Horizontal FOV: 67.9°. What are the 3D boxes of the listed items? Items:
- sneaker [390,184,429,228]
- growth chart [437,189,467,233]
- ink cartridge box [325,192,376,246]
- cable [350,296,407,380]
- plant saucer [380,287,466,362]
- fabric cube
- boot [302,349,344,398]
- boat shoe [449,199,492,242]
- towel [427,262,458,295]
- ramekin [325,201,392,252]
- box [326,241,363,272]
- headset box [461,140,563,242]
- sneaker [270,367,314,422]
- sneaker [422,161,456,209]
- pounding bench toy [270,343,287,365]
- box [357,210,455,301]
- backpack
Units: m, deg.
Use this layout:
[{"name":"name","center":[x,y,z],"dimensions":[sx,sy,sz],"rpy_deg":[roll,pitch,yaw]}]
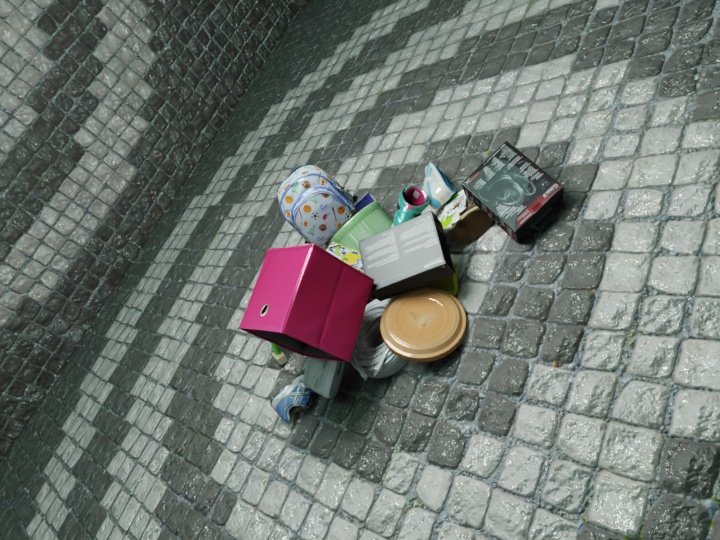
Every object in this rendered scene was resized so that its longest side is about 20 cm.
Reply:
[{"name":"sneaker","center":[0.135,-0.174,1.447],"dimensions":[0.200,0.083,0.122],"rpy_deg":[-66,0,-67]},{"name":"growth chart","center":[0.224,-0.143,1.382],"dimensions":[0.144,0.018,0.201],"rpy_deg":[-35,17,46]},{"name":"ink cartridge box","center":[-0.026,-0.143,1.599],"dimensions":[0.198,0.043,0.200],"rpy_deg":[-44,-4,6]},{"name":"cable","center":[0.052,0.163,1.312],"dimensions":[0.200,0.069,0.200],"rpy_deg":[-49,35,-1]},{"name":"plant saucer","center":[0.142,0.115,1.222],"dimensions":[0.198,0.033,0.202],"rpy_deg":[-8,46,8]},{"name":"fabric cube","center":[-0.121,0.075,1.210],"dimensions":[0.195,0.199,0.201],"rpy_deg":[-2,65,51]},{"name":"boot","center":[-0.083,0.200,1.291],"dimensions":[0.095,0.073,0.202],"rpy_deg":[18,92,24]},{"name":"boat shoe","center":[0.300,-0.151,1.347],"dimensions":[0.200,0.072,0.072],"rpy_deg":[-44,25,4]},{"name":"towel","center":[0.156,-0.001,1.323],"dimensions":[0.018,0.087,0.199],"rpy_deg":[-31,34,-34]},{"name":"ramekin","center":[0.007,-0.088,1.488],"dimensions":[0.200,0.098,0.200],"rpy_deg":[-42,-5,-4]},{"name":"box","center":[0.000,0.000,1.381],"dimensions":[0.198,0.065,0.070],"rpy_deg":[20,42,11]},{"name":"headset box","center":[0.358,-0.178,1.241],"dimensions":[0.149,0.077,0.200],"rpy_deg":[-44,65,3]},{"name":"sneaker","center":[-0.140,0.311,1.388],"dimensions":[0.200,0.076,0.077],"rpy_deg":[-44,58,6]},{"name":"sneaker","center":[0.204,-0.241,1.498],"dimensions":[0.081,0.076,0.201],"rpy_deg":[-46,20,20]},{"name":"pounding bench toy","center":[-0.230,0.151,1.536],"dimensions":[0.124,0.156,0.201],"rpy_deg":[11,65,51]},{"name":"box","center":[0.106,-0.031,1.263],"dimensions":[0.198,0.079,0.143],"rpy_deg":[-21,60,21]},{"name":"backpack","center":[-0.125,-0.174,1.426],"dimensions":[0.200,0.190,0.154],"rpy_deg":[-44,24,6]}]
